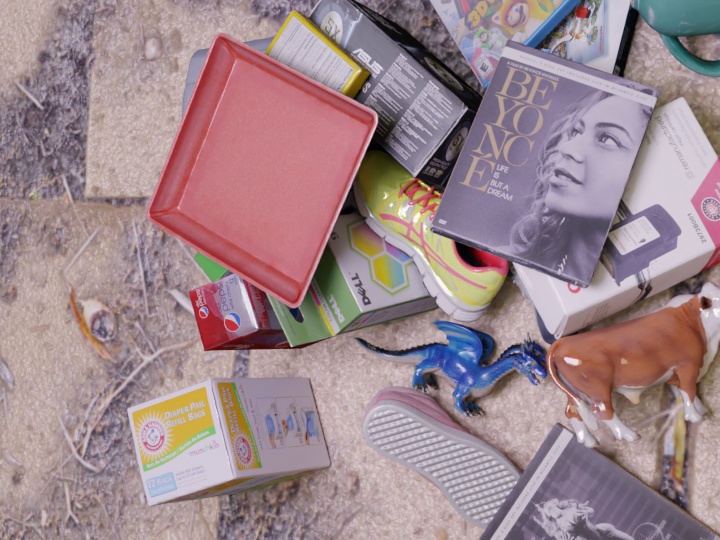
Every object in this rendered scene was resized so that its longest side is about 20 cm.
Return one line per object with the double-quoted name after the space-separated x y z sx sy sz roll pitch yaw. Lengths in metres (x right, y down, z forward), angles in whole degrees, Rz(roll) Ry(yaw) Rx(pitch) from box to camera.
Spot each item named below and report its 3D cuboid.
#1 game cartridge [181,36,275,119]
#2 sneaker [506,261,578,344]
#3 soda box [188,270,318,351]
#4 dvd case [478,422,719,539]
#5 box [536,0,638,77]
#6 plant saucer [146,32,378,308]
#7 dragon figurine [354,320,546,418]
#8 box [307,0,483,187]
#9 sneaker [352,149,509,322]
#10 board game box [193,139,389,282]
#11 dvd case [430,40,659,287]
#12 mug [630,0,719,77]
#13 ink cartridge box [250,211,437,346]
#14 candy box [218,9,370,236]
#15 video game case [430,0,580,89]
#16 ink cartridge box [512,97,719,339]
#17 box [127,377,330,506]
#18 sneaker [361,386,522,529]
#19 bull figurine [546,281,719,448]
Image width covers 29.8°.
-0.139 -0.156 1.527 0.132 0.041 0.202 -5 84 22 "game cartridge"
0.168 -0.017 1.352 0.085 0.077 0.202 -21 70 33 "sneaker"
-0.090 0.043 1.394 0.070 0.200 0.064 -21 78 24 "soda box"
0.231 0.264 1.302 0.199 0.016 0.149 34 101 12 "dvd case"
0.215 -0.286 1.360 0.136 0.038 0.202 16 93 27 "box"
-0.091 -0.097 1.295 0.199 0.037 0.201 30 105 24 "plant saucer"
0.099 0.083 1.377 0.199 0.059 0.100 28 98 25 "dragon figurine"
0.045 -0.178 1.366 0.200 0.163 0.086 45 105 23 "box"
0.075 -0.050 1.335 0.200 0.078 0.090 48 138 4 "sneaker"
-0.062 -0.064 1.416 0.200 0.153 0.040 -48 68 14 "board game box"
0.167 -0.099 1.217 0.148 0.016 0.201 20 72 10 "dvd case"
0.303 -0.277 1.241 0.113 0.152 0.187 -6 87 9 "mug"
0.000 0.000 1.354 0.059 0.199 0.104 -42 68 46 "ink cartridge box"
-0.082 -0.143 1.326 0.102 0.026 0.201 43 109 21 "candy box"
0.133 -0.302 1.374 0.143 0.018 0.201 -45 55 29 "video game case"
0.240 -0.048 1.260 0.199 0.084 0.146 -24 74 -6 "ink cartridge box"
-0.134 0.175 1.405 0.112 0.200 0.102 -20 77 23 "box"
0.089 0.183 1.375 0.199 0.105 0.076 34 99 -6 "sneaker"
0.273 0.088 1.263 0.198 0.065 0.122 -15 88 -3 "bull figurine"
